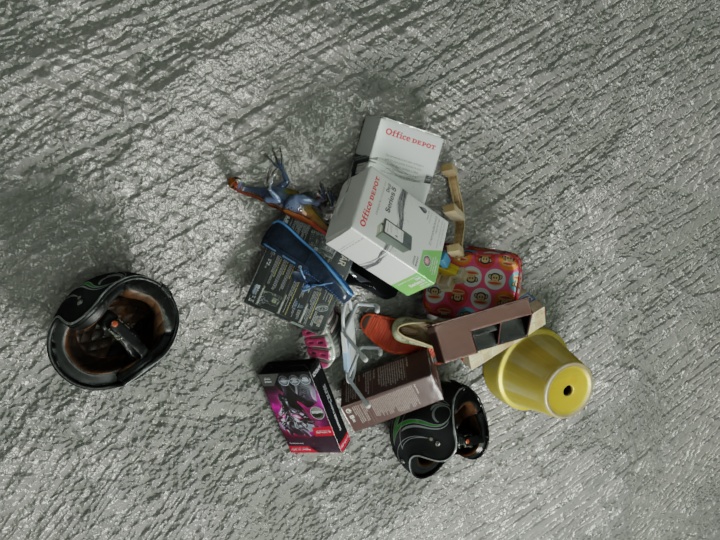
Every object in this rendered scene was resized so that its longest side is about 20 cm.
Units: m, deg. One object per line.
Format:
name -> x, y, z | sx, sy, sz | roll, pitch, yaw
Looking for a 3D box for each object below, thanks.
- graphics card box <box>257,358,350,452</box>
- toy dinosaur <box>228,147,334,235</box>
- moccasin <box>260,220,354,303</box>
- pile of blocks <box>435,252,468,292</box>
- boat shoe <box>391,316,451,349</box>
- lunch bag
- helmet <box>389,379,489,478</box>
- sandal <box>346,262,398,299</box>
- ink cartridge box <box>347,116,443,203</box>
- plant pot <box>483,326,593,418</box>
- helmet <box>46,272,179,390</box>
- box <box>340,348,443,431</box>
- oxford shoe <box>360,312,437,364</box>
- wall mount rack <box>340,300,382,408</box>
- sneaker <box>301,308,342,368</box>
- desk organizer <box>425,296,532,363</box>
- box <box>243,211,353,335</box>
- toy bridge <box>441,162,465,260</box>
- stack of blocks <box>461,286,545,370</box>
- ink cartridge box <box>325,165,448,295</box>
graphics card box -> -0.111, 0.273, 1.417 | 0.051, 0.125, 0.200 | -49, 126, -55
toy dinosaur -> -0.147, -0.128, 1.292 | 0.181, 0.105, 0.201 | -7, 95, 17
moccasin -> -0.098, -0.005, 1.291 | 0.200, 0.080, 0.068 | 43, 89, 17
pile of blocks -> 0.114, -0.013, 1.411 | 0.200, 0.082, 0.062 | 20, 53, 10
boat shoe -> 0.163, 0.133, 1.434 | 0.199, 0.063, 0.074 | 4, 88, -4
lunch bag -> 0.232, 0.040, 1.479 | 0.199, 0.082, 0.177 | 8, 101, 13
helmet -> 0.155, 0.336, 1.507 | 0.200, 0.190, 0.201 | 24, 58, -46
sandal -> 0.000, 0.000, 1.425 | 0.200, 0.043, 0.076 | 18, 65, -31
ink cartridge box -> 0.060, -0.187, 1.394 | 0.144, 0.084, 0.201 | 13, 98, -26
plant pot -> 0.409, 0.236, 1.591 | 0.200, 0.189, 0.201 | -6, 106, -22
helmet -> -0.418, 0.100, 1.197 | 0.200, 0.190, 0.201 | 17, 66, -41
box -> 0.063, 0.244, 1.456 | 0.200, 0.100, 0.075 | -23, 114, 11
oxford shoe -> 0.090, 0.138, 1.505 | 0.200, 0.073, 0.071 | 26, 107, -9
wall mount rack -> -0.001, 0.159, 1.379 | 0.074, 0.174, 0.200 | 4, 125, 13
sneaker -> -0.076, 0.089, 1.414 | 0.087, 0.074, 0.200 | -13, 89, -58
desk organizer -> 0.236, 0.116, 1.378 | 0.199, 0.072, 0.077 | -15, 84, -8
box -> -0.107, 0.001, 1.342 | 0.160, 0.044, 0.200 | 22, 84, 0
toy bridge -> 0.193, -0.115, 1.451 | 0.067, 0.027, 0.201 | 31, 53, -58
stack of blocks -> 0.285, 0.114, 1.542 | 0.200, 0.115, 0.059 | -30, 134, -13
ink cartridge box -> 0.051, -0.070, 1.294 | 0.200, 0.084, 0.146 | 32, 55, -25
